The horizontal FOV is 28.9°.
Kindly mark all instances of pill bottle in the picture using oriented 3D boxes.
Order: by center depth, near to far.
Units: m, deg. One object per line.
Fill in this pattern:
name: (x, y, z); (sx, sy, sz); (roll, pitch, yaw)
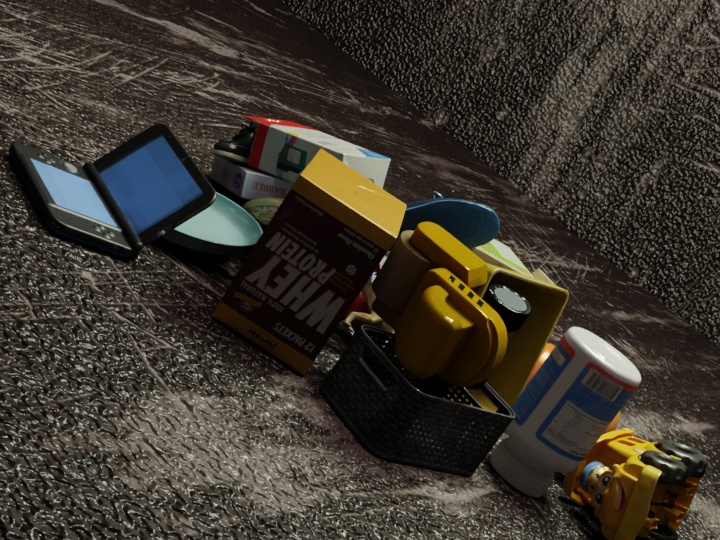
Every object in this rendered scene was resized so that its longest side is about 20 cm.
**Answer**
pill bottle: (0.249, 0.180, 1.741); (0.112, 0.200, 0.112); (32, 15, -10)

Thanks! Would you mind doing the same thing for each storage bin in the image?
storage bin: (0.068, 0.154, 1.641); (0.200, 0.094, 0.135); (18, 22, -46)

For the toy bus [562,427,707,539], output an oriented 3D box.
toy bus: (0.330, 0.268, 1.811); (0.192, 0.136, 0.200); (27, 13, 27)

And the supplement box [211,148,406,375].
supplement box: (-0.057, -0.015, 1.687); (0.133, 0.200, 0.197); (33, 14, -3)

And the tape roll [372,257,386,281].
tape roll: (-0.031, -0.003, 1.977); (0.200, 0.066, 0.200); (33, 14, -9)

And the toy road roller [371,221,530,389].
toy road roller: (0.083, 0.047, 1.606); (0.200, 0.123, 0.146); (42, 27, 24)

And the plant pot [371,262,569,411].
plant pot: (0.126, 0.067, 1.882); (0.176, 0.200, 0.200); (31, 10, 37)

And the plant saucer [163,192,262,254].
plant saucer: (-0.223, -0.071, 1.797); (0.200, 0.027, 0.200); (22, 19, -8)

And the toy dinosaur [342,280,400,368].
toy dinosaur: (0.028, 0.066, 1.792); (0.200, 0.101, 0.058); (47, -24, 28)

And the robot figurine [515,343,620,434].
robot figurine: (0.281, 0.183, 1.969); (0.200, 0.144, 0.117); (37, 53, 10)

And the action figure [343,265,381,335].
action figure: (0.000, 0.000, 1.854); (0.065, 0.201, 0.052); (0, -9, -11)

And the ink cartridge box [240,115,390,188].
ink cartridge box: (-0.073, -0.160, 1.977); (0.200, 0.067, 0.116); (24, 14, 34)

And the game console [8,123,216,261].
game console: (-0.296, -0.115, 1.650); (0.170, 0.118, 0.200); (22, 18, -40)

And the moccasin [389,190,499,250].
moccasin: (0.078, -0.067, 1.809); (0.199, 0.081, 0.068); (1, 15, -2)

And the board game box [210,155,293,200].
board game box: (-0.103, -0.120, 2.055); (0.199, 0.041, 0.199); (12, 8, -20)

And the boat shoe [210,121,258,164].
boat shoe: (-0.152, -0.189, 2.056); (0.074, 0.066, 0.199); (18, 9, 29)

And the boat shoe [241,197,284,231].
boat shoe: (-0.106, -0.057, 1.862); (0.073, 0.063, 0.200); (35, -28, -32)

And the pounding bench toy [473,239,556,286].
pounding bench toy: (0.184, 0.043, 2.121); (0.200, 0.156, 0.124); (27, 15, -27)
